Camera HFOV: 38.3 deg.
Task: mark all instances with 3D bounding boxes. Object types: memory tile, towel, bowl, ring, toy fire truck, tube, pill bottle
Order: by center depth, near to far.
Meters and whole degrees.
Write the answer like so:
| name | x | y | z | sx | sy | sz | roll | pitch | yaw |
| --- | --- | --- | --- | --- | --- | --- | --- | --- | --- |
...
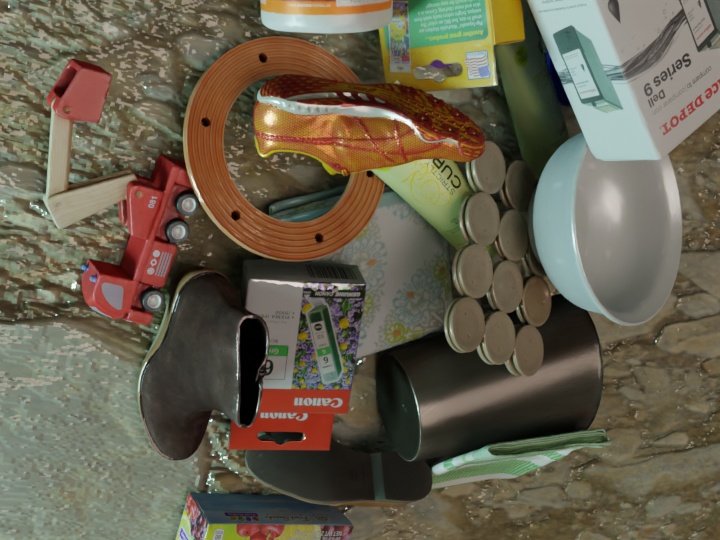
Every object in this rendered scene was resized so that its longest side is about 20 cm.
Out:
| name | x | y | z | sx | sy | sz | roll | pitch | yaw |
| --- | --- | --- | --- | --- | --- | --- | --- | --- | --- |
| pill bottle | -0.029 | -0.303 | 0.849 | 0.114 | 0.114 | 0.201 | -10 | 112 | -25 |
| toy fire truck | -0.212 | -0.061 | 0.876 | 0.140 | 0.049 | 0.201 | 16 | 100 | -32 |
| ring | -0.065 | -0.107 | 0.922 | 0.199 | 0.019 | 0.202 | 3 | 85 | -31 |
| tube | 0.063 | -0.082 | 0.964 | 0.200 | 0.052 | 0.058 | 44 | 58 | -33 |
| memory tile | 0.138 | -0.009 | 0.984 | 0.153 | 0.017 | 0.201 | 21 | 73 | -44 |
| bowl | 0.224 | -0.047 | 0.999 | 0.200 | 0.090 | 0.202 | 1 | 88 | -46 |
| towel | 0.000 | 0.000 | 1.018 | 0.199 | 0.048 | 0.172 | -15 | 117 | -23 |
| tube | 0.170 | -0.172 | 1.027 | 0.052 | 0.058 | 0.201 | -23 | 121 | 0 |
| towel | 0.151 | 0.203 | 1.098 | 0.152 | 0.200 | 0.024 | -3 | 72 | -25 |

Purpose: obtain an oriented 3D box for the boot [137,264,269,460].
| name | x | y | z | sx | sy | sz | roll | pitch | yaw |
| --- | --- | --- | --- | --- | --- | --- | --- | --- | --- |
| boot | -0.137 | 0.103 | 0.906 | 0.072 | 0.166 | 0.201 | 0 | 108 | -28 |

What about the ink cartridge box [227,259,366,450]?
| name | x | y | z | sx | sy | sz | roll | pitch | yaw |
| --- | --- | --- | --- | --- | --- | --- | --- | --- | --- |
| ink cartridge box | -0.063 | 0.092 | 0.964 | 0.108 | 0.050 | 0.201 | 3 | 112 | -14 |

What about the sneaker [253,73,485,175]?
| name | x | y | z | sx | sy | sz | roll | pitch | yaw |
| --- | --- | --- | --- | --- | --- | --- | --- | --- | --- |
| sneaker | 0.008 | -0.118 | 0.890 | 0.199 | 0.073 | 0.077 | 9 | 126 | -2 |

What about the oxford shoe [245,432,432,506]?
| name | x | y | z | sx | sy | sz | roll | pitch | yaw |
| --- | --- | --- | --- | --- | --- | --- | --- | --- | --- |
| oxford shoe | -0.030 | 0.216 | 1.071 | 0.199 | 0.071 | 0.072 | 15 | 59 | -19 |

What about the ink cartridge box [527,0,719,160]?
| name | x | y | z | sx | sy | sz | roll | pitch | yaw |
| --- | --- | --- | --- | --- | --- | --- | --- | --- | --- |
| ink cartridge box | 0.235 | -0.213 | 0.877 | 0.146 | 0.084 | 0.201 | -38 | 113 | -21 |

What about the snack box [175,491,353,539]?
| name | x | y | z | sx | sy | sz | roll | pitch | yaw |
| --- | --- | --- | --- | --- | --- | --- | --- | --- | --- |
| snack box | -0.115 | 0.333 | 1.062 | 0.168 | 0.068 | 0.201 | 9 | 105 | -31 |

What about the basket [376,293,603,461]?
| name | x | y | z | sx | sy | sz | roll | pitch | yaw |
| --- | --- | --- | --- | --- | --- | --- | --- | --- | --- |
| basket | 0.128 | 0.122 | 1.082 | 0.199 | 0.136 | 0.181 | -11 | 137 | -19 |

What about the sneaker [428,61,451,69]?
| name | x | y | z | sx | sy | sz | roll | pitch | yaw |
| --- | --- | --- | --- | --- | --- | --- | --- | --- | --- |
| sneaker | 0.105 | -0.280 | 0.947 | 0.080 | 0.088 | 0.201 | 16 | 102 | -34 |

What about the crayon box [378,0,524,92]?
| name | x | y | z | sx | sy | sz | roll | pitch | yaw |
| --- | --- | --- | --- | --- | --- | --- | --- | --- | --- |
| crayon box | 0.070 | -0.258 | 0.890 | 0.051 | 0.125 | 0.201 | -20 | 107 | -46 |

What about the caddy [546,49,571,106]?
| name | x | y | z | sx | sy | sz | roll | pitch | yaw |
| --- | --- | --- | --- | --- | --- | --- | --- | --- | --- |
| caddy | 0.260 | -0.241 | 1.015 | 0.104 | 0.141 | 0.201 | -15 | 115 | -20 |
